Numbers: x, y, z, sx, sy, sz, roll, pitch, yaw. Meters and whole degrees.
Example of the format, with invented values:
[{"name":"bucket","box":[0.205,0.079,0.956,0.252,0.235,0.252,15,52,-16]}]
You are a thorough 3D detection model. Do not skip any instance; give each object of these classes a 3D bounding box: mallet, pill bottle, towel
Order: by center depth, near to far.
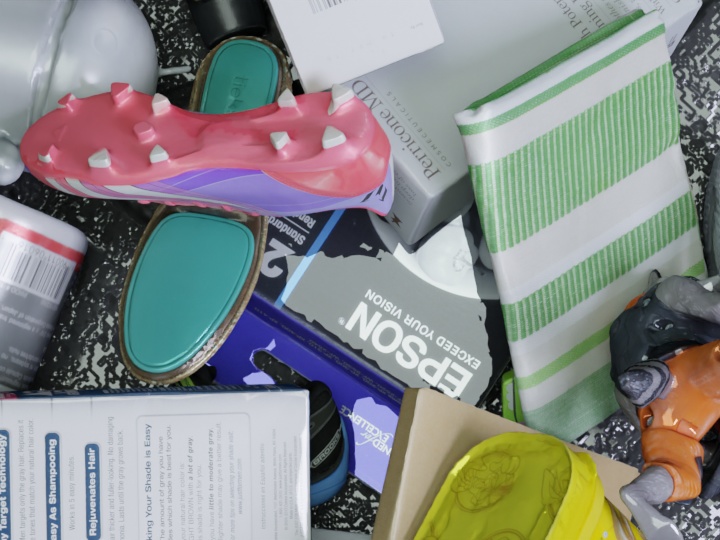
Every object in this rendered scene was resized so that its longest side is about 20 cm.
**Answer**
[{"name":"towel","box":[0.122,-0.021,1.296,0.152,0.023,0.200,-31,120,-33]},{"name":"mallet","box":[-0.120,-0.167,1.326,0.041,0.200,0.066,-24,72,28]},{"name":"pill bottle","box":[-0.237,0.051,1.343,0.114,0.114,0.200,23,86,5]}]

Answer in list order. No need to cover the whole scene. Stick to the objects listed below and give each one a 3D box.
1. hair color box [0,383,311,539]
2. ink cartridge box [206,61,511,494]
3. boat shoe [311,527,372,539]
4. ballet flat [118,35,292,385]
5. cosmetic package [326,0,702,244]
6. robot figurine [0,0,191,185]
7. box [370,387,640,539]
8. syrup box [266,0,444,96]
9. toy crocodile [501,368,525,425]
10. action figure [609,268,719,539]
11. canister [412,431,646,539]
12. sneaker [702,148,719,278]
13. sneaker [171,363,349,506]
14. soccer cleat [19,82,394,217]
[{"name":"hair color box","box":[-0.128,0.111,1.267,0.200,0.061,0.100,-1,91,-11]},{"name":"ink cartridge box","box":[0.000,0.000,1.372,0.198,0.043,0.200,33,88,5]},{"name":"boat shoe","box":[-0.039,0.174,1.341,0.200,0.074,0.065,5,80,5]},{"name":"ballet flat","box":[-0.077,-0.027,1.321,0.070,0.065,0.200,17,76,8]},{"name":"cosmetic package","box":[0.076,-0.115,1.336,0.200,0.074,0.102,-37,78,-20]},{"name":"robot figurine","box":[-0.199,-0.116,1.358,0.200,0.113,0.170,14,51,5]},{"name":"box","box":[0.063,0.177,1.241,0.163,0.021,0.200,23,75,-38]},{"name":"syrup box","box":[-0.021,-0.180,1.311,0.079,0.200,0.081,-22,122,1]},{"name":"toy crocodile","box":[0.097,0.149,1.337,0.062,0.068,0.200,-2,89,3]},{"name":"action figure","box":[0.174,0.030,1.228,0.105,0.193,0.200,22,102,-6]},{"name":"canister","box":[0.109,0.196,1.210,0.200,0.087,0.149,45,63,-33]},{"name":"sneaker","box":[0.256,0.023,1.343,0.114,0.075,0.200,-10,87,-1]},{"name":"sneaker","box":[-0.105,0.092,1.339,0.199,0.071,0.083,-3,98,-14]},{"name":"soccer cleat","box":[-0.080,-0.054,1.265,0.200,0.077,0.067,-2,50,18]}]
